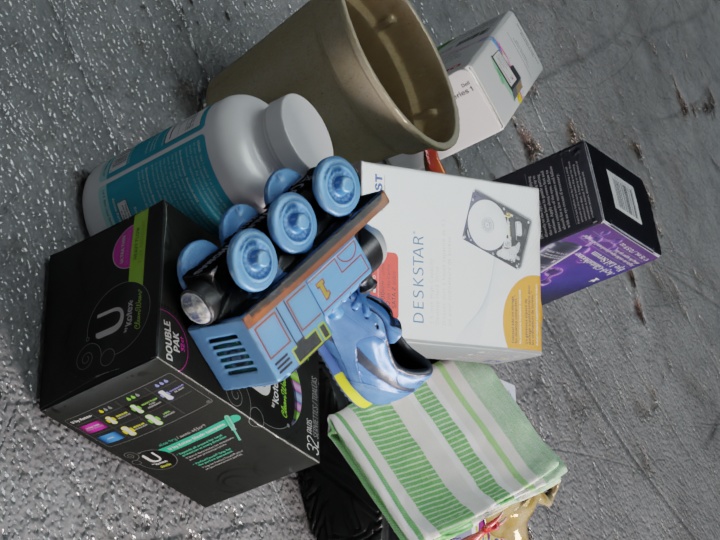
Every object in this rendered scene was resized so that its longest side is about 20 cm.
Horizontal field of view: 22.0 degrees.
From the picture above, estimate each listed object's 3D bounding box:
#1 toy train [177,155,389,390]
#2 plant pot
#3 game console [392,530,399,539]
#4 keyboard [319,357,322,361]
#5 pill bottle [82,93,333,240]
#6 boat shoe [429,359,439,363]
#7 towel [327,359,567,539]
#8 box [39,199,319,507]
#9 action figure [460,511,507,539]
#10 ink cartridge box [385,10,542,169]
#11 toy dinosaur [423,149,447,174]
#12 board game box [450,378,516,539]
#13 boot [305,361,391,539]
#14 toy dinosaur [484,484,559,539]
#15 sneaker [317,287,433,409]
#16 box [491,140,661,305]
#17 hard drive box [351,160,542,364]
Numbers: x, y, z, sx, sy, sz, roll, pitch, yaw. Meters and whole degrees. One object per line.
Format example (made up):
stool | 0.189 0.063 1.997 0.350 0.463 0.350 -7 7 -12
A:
toy train | -0.053 -0.002 1.384 0.200 0.086 0.115 -43 112 -40
plant pot | -0.036 -0.164 1.737 0.200 0.183 0.201 46 29 -34
game console | 0.091 0.339 1.654 0.116 0.175 0.200 -47 115 -22
keyboard | -0.060 0.090 1.697 0.200 0.011 0.057 1 73 -60
pill bottle | -0.121 -0.072 1.505 0.111 0.199 0.111 40 37 -40
boat shoe | 0.084 0.056 1.790 0.202 0.074 0.065 39 60 -66
towel | 0.076 0.156 1.633 0.199 0.023 0.153 -21 67 -41
box | -0.137 0.069 1.448 0.200 0.124 0.149 38 39 -42
action figure | 0.118 0.282 1.639 0.200 0.099 0.066 43 19 -56
ink cartridge box | 0.105 -0.197 2.067 0.084 0.144 0.200 59 28 -13
toy dinosaur | 0.094 -0.021 1.919 0.181 0.201 0.105 39 41 15
board game box | 0.114 0.200 1.795 0.200 0.041 0.201 25 60 -69
boot | 0.016 0.176 1.689 0.168 0.076 0.201 10 57 -56
toy dinosaur | 0.145 0.222 1.760 0.101 0.058 0.201 -48 125 -45
sneaker | -0.015 0.028 1.483 0.200 0.078 0.066 50 34 -27
box | 0.210 -0.044 2.075 0.148 0.199 0.105 23 49 -51
hard drive box | 0.061 -0.003 1.639 0.199 0.077 0.157 5 79 -33
